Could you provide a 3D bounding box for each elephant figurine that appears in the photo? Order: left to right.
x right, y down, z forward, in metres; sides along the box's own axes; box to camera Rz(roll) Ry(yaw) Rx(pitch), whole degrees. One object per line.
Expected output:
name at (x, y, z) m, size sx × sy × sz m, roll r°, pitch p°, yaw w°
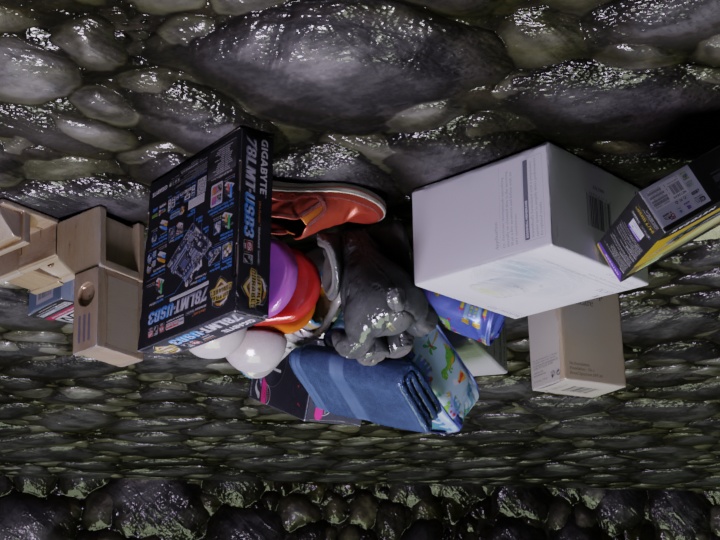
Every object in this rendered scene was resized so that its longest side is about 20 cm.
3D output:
elephant figurine at (0.000, 0.000, 1.504) m, size 0.155 × 0.202 × 0.140 m, roll -39°, pitch 149°, yaw 28°

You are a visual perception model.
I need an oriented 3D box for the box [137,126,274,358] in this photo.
box at (-0.167, -0.025, 1.346) m, size 0.049 × 0.202 × 0.199 m, roll 13°, pitch 157°, yaw -36°

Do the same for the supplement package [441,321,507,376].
supplement package at (0.129, 0.073, 1.783) m, size 0.115 × 0.119 × 0.200 m, roll -7°, pitch 160°, yaw 18°

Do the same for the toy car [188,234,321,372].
toy car at (-0.128, 0.020, 1.520) m, size 0.148 × 0.178 × 0.199 m, roll -13°, pitch 158°, yaw 30°

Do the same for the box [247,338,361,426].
box at (-0.079, 0.159, 1.934) m, size 0.105 × 0.125 × 0.199 m, roll 10°, pitch 179°, yaw -31°

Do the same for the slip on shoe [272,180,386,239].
slip on shoe at (-0.062, -0.065, 1.448) m, size 0.197 × 0.062 × 0.074 m, roll 1°, pitch 160°, yaw -24°

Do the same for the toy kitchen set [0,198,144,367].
toy kitchen set at (-0.388, 0.026, 1.516) m, size 0.198 × 0.184 × 0.162 m, roll -18°, pitch 155°, yaw 31°

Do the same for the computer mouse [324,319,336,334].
computer mouse at (-0.086, 0.082, 1.731) m, size 0.197 × 0.035 × 0.059 m, roll -13°, pitch 168°, yaw 16°

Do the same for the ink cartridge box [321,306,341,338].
ink cartridge box at (-0.085, 0.051, 1.788) m, size 0.196 × 0.069 × 0.117 m, roll 2°, pitch 162°, yaw -11°

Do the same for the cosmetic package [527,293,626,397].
cosmetic package at (0.272, 0.053, 1.599) m, size 0.102 × 0.204 × 0.073 m, roll 8°, pitch 161°, yaw -28°

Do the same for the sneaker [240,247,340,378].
sneaker at (-0.092, 0.067, 1.644) m, size 0.076 × 0.081 × 0.201 m, roll 28°, pitch 106°, yaw -35°

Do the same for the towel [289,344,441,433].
towel at (0.004, 0.143, 1.587) m, size 0.198 × 0.049 × 0.112 m, roll 7°, pitch 139°, yaw 42°

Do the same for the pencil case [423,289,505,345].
pencil case at (0.097, 0.033, 1.622) m, size 0.197 × 0.079 × 0.087 m, roll 18°, pitch 151°, yaw 23°

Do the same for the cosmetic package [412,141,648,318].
cosmetic package at (0.195, -0.037, 1.452) m, size 0.198 × 0.125 × 0.198 m, roll -16°, pitch 156°, yaw 42°

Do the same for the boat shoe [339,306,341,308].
boat shoe at (-0.102, 0.018, 1.684) m, size 0.197 × 0.074 × 0.063 m, roll 13°, pitch 161°, yaw -23°

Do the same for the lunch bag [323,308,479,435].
lunch bag at (0.053, 0.127, 1.647) m, size 0.159 × 0.083 × 0.201 m, roll 5°, pitch 140°, yaw 44°

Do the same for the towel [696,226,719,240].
towel at (0.431, -0.072, 1.493) m, size 0.196 × 0.037 × 0.149 m, roll -3°, pitch 161°, yaw 5°

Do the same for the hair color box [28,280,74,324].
hair color box at (-0.353, 0.042, 1.760) m, size 0.198 × 0.062 × 0.098 m, roll 14°, pitch 156°, yaw -39°

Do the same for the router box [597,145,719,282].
router box at (0.358, -0.077, 1.310) m, size 0.198 × 0.053 × 0.158 m, roll -29°, pitch 166°, yaw -13°
